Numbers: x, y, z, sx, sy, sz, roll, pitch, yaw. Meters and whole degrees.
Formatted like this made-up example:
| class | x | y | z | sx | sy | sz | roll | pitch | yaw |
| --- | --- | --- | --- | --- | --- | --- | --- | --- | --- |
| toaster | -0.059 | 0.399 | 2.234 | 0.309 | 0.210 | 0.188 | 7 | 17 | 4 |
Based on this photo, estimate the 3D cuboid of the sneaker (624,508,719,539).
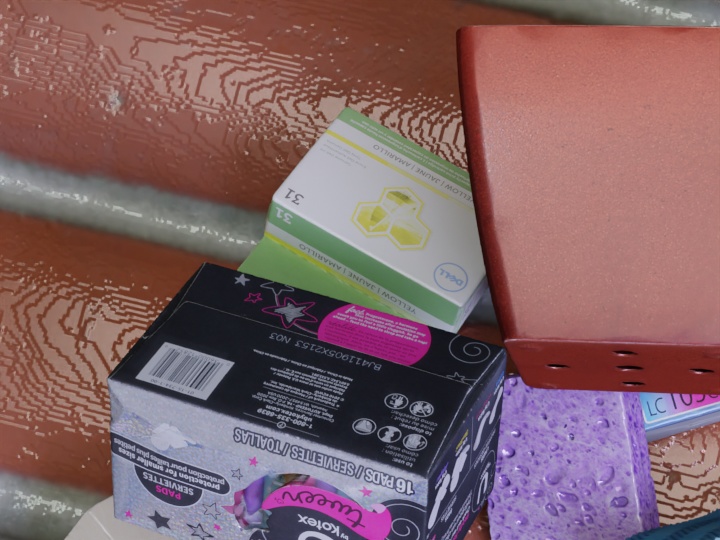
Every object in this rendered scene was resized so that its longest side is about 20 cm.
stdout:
| class | x | y | z | sx | sy | sz | roll | pitch | yaw |
| --- | --- | --- | --- | --- | --- | --- | --- | --- | --- |
| sneaker | 0.218 | 0.190 | 1.364 | 0.076 | 0.200 | 0.081 | -8 | 89 | 43 |

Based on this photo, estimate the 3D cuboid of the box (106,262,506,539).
| class | x | y | z | sx | sy | sz | roll | pitch | yaw |
| --- | --- | --- | --- | --- | --- | --- | --- | --- | --- |
| box | -0.031 | 0.099 | 1.314 | 0.200 | 0.115 | 0.132 | 15 | 39 | 18 |

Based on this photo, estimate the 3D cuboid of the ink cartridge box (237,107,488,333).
| class | x | y | z | sx | sy | sz | roll | pitch | yaw |
| --- | --- | --- | --- | --- | --- | --- | --- | --- | --- |
| ink cartridge box | 0.000 | 0.000 | 1.444 | 0.145 | 0.048 | 0.200 | 30 | 51 | 10 |

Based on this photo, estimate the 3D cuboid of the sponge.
| class | x | y | z | sx | sy | sz | roll | pitch | yaw |
| --- | --- | --- | --- | --- | --- | --- | --- | --- | --- |
| sponge | 0.133 | 0.160 | 1.417 | 0.111 | 0.030 | 0.201 | -10 | 89 | 34 |

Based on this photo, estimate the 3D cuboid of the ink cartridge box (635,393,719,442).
| class | x | y | z | sx | sy | sz | roll | pitch | yaw |
| --- | --- | --- | --- | --- | --- | --- | --- | --- | --- |
| ink cartridge box | 0.212 | -0.003 | 1.454 | 0.136 | 0.076 | 0.200 | -16 | 77 | 3 |

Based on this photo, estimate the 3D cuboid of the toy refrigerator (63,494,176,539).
| class | x | y | z | sx | sy | sz | roll | pitch | yaw |
| --- | --- | --- | --- | --- | --- | --- | --- | --- | --- |
| toy refrigerator | -0.102 | 0.232 | 1.435 | 0.200 | 0.076 | 0.070 | 48 | 128 | 12 |

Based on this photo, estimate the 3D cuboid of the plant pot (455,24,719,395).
| class | x | y | z | sx | sy | sz | roll | pitch | yaw |
| --- | --- | --- | --- | --- | --- | --- | --- | --- | --- |
| plant pot | 0.161 | -0.026 | 1.320 | 0.199 | 0.200 | 0.177 | 1 | 75 | 11 |
